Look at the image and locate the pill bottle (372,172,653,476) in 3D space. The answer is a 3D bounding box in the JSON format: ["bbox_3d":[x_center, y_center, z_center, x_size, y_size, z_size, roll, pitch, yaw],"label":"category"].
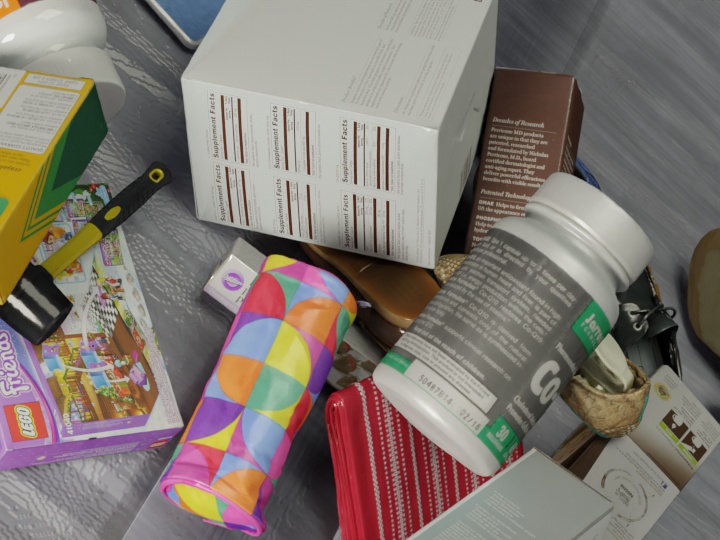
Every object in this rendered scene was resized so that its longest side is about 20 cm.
[{"bbox_3d":[0.110,0.035,1.160,0.113,0.113,0.200,41,82,-5],"label":"pill bottle"}]

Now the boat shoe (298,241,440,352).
[{"bbox_3d":[0.000,0.000,1.303,0.070,0.071,0.200,-21,50,-17],"label":"boat shoe"}]

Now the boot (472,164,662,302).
[{"bbox_3d":[0.189,-0.018,1.469,0.143,0.071,0.203,-15,75,-47],"label":"boot"}]

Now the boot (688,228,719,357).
[{"bbox_3d":[0.388,0.067,1.548,0.143,0.071,0.203,15,56,-36],"label":"boot"}]

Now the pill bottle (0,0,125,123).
[{"bbox_3d":[-0.256,-0.198,1.228,0.109,0.110,0.201,-13,69,-41],"label":"pill bottle"}]

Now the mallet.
[{"bbox_3d":[-0.185,-0.016,1.152,0.066,0.041,0.200,47,43,4],"label":"mallet"}]

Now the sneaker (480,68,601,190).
[{"bbox_3d":[0.152,-0.126,1.506,0.200,0.075,0.078,47,42,-3],"label":"sneaker"}]

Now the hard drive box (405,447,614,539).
[{"bbox_3d":[0.074,0.239,1.130,0.077,0.157,0.199,34,38,27],"label":"hard drive box"}]

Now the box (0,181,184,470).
[{"bbox_3d":[-0.217,0.034,1.146,0.136,0.039,0.201,-3,63,-37],"label":"box"}]

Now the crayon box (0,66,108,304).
[{"bbox_3d":[-0.267,-0.052,1.086,0.125,0.052,0.201,10,49,17],"label":"crayon box"}]

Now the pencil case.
[{"bbox_3d":[-0.068,0.087,1.159,0.088,0.088,0.201,33,63,-13],"label":"pencil case"}]

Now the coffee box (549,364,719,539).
[{"bbox_3d":[0.189,0.174,1.298,0.080,0.114,0.200,49,44,3],"label":"coffee box"}]

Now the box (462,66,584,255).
[{"bbox_3d":[0.133,-0.057,1.355,0.074,0.100,0.202,10,83,14],"label":"box"}]

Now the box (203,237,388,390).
[{"bbox_3d":[-0.029,0.053,1.265,0.199,0.039,0.042,37,20,-10],"label":"box"}]

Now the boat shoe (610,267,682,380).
[{"bbox_3d":[0.242,0.058,1.392,0.074,0.066,0.202,-10,95,-36],"label":"boat shoe"}]

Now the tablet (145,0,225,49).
[{"bbox_3d":[-0.175,-0.287,1.416,0.200,0.014,0.130,48,45,0],"label":"tablet"}]

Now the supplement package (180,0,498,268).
[{"bbox_3d":[-0.011,-0.133,1.282,0.198,0.148,0.192,12,47,12],"label":"supplement package"}]

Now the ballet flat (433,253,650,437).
[{"bbox_3d":[0.144,0.042,1.251,0.200,0.065,0.071,40,45,6],"label":"ballet flat"}]

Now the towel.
[{"bbox_3d":[0.052,0.131,1.241,0.199,0.022,0.146,-21,110,-43],"label":"towel"}]
